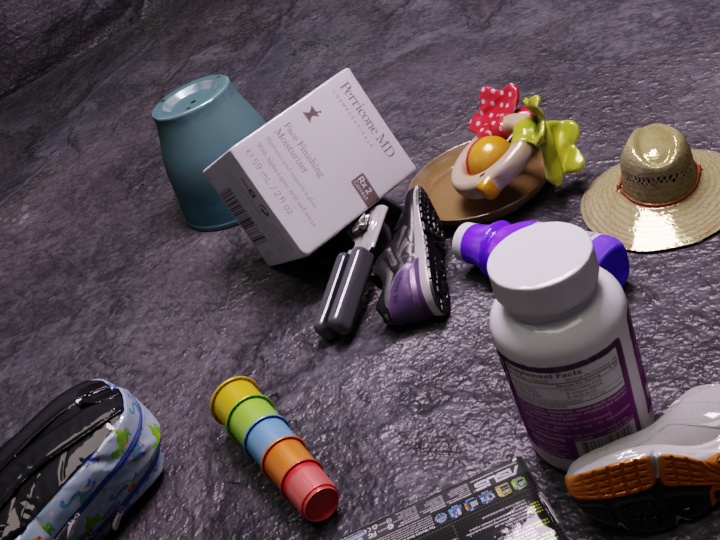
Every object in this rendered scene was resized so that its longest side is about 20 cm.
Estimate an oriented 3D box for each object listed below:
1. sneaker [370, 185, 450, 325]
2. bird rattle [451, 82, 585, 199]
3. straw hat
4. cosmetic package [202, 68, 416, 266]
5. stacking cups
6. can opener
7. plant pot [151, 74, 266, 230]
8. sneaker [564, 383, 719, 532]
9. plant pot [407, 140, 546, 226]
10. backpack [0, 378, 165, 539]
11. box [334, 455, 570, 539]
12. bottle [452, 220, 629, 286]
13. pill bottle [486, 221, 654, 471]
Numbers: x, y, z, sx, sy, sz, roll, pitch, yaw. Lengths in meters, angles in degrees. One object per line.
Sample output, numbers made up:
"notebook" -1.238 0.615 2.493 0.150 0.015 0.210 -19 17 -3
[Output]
"sneaker" 0.050 -0.022 1.007 0.087 0.076 0.201 -20 40 20
"bird rattle" 0.175 -0.163 1.073 0.163 0.113 0.200 -46 32 -3
"straw hat" 0.334 -0.117 0.955 0.200 0.085 0.202 -18 33 12
"cosmetic package" -0.071 -0.132 1.129 0.200 0.165 0.165 -40 11 -20
"stacking cups" -0.088 0.174 0.842 0.060 0.061 0.200 -34 33 -15
"can opener" 0.000 0.000 1.036 0.053 0.066 0.201 -24 33 44
"plant pot" -0.230 -0.198 1.351 0.199 0.189 0.201 -17 33 11
"sneaker" 0.256 0.138 0.668 0.199 0.076 0.092 -14 26 3
"plant pot" 0.160 -0.117 1.127 0.199 0.028 0.201 -17 33 11
"backpack" -0.303 0.208 0.882 0.163 0.154 0.201 19 74 51
"box" 0.074 0.254 0.637 0.199 0.048 0.193 -25 35 -1
"bottle" 0.188 -0.014 0.923 0.199 0.066 0.083 16 50 46
"pill bottle" 0.170 0.063 0.698 0.112 0.201 0.113 -17 33 11
